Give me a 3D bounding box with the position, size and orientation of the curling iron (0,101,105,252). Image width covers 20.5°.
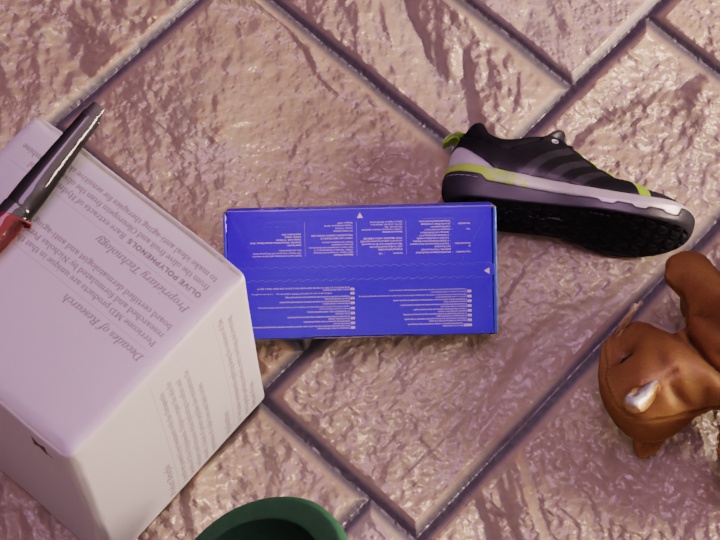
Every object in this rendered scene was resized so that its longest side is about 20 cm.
[{"bbox_3d":[-0.221,-0.029,1.274,0.049,0.026,0.201,2,50,47],"label":"curling iron"}]

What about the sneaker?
[{"bbox_3d":[0.157,-0.071,1.496,0.198,0.072,0.083,12,63,5],"label":"sneaker"}]

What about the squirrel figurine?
[{"bbox_3d":[0.269,0.075,1.393,0.186,0.142,0.201,-30,65,-7],"label":"squirrel figurine"}]

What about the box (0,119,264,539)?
[{"bbox_3d":[-0.195,0.051,1.363,0.199,0.200,0.171,36,69,18],"label":"box"}]

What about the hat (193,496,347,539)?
[{"bbox_3d":[-0.016,0.262,1.363,0.199,0.176,0.167,-7,59,39],"label":"hat"}]

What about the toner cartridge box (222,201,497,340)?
[{"bbox_3d":[0.000,0.000,1.454,0.198,0.043,0.096,-1,96,-1],"label":"toner cartridge box"}]
